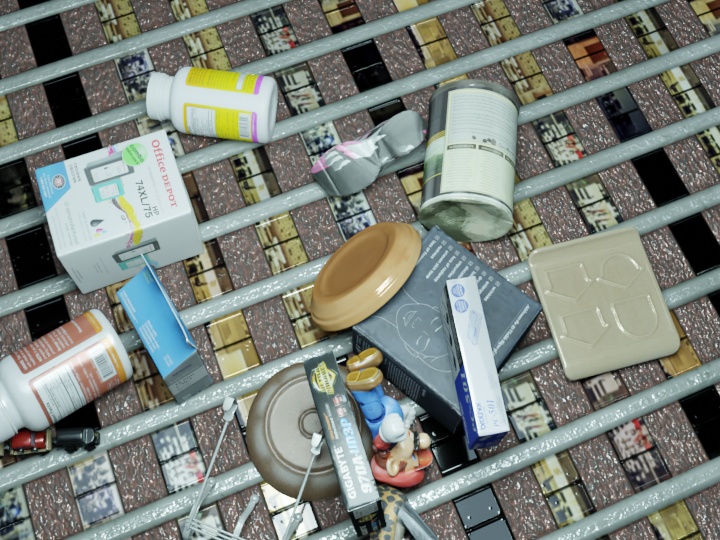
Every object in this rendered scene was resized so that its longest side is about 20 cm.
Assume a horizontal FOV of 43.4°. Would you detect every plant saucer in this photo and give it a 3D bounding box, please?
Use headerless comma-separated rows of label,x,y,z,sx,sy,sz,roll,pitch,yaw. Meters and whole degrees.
plant saucer,-0.067,0.222,1.287,0.196,0.037,0.205,0,69,-1
plant saucer,0.000,0.000,1.302,0.038,0.199,0.201,47,70,-23

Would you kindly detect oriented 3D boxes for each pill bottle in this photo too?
pill bottle,-0.236,-0.267,1.445,0.196,0.105,0.106,8,67,2
pill bottle,-0.427,0.148,1.252,0.198,0.113,0.113,-31,71,-23

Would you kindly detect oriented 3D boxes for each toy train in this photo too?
toy train,-0.465,0.241,1.264,0.195,0.046,0.035,-5,67,-3

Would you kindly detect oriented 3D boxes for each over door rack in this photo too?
over door rack,-0.142,0.290,1.230,0.145,0.067,0.204,19,89,7

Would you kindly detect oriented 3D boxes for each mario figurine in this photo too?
mario figurine,0.052,0.203,1.228,0.105,0.203,0.123,0,32,40

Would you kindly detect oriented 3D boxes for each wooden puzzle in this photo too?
wooden puzzle,0.362,0.050,1.363,0.181,0.046,0.204,-13,73,-6

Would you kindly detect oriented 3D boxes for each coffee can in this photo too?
coffee can,0.168,-0.166,1.389,0.143,0.147,0.204,6,67,1

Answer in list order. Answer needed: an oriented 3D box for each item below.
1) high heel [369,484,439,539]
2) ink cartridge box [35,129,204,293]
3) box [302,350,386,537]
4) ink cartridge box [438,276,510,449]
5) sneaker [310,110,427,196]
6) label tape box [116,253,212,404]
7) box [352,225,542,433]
high heel,0.006,0.393,1.213,0.199,0.072,0.142,-41,58,-9
ink cartridge box,-0.352,-0.086,1.346,0.196,0.147,0.149,-20,69,-9
box,-0.020,0.226,1.171,0.045,0.160,0.203,-17,64,-5
ink cartridge box,0.145,0.121,1.171,0.043,0.094,0.204,-9,69,-5
sneaker,0.018,-0.183,1.438,0.197,0.086,0.082,-25,98,8
label tape box,-0.275,0.085,1.248,0.065,0.201,0.144,-30,71,-11
box,0.121,0.085,1.298,0.195,0.124,0.201,37,72,14
